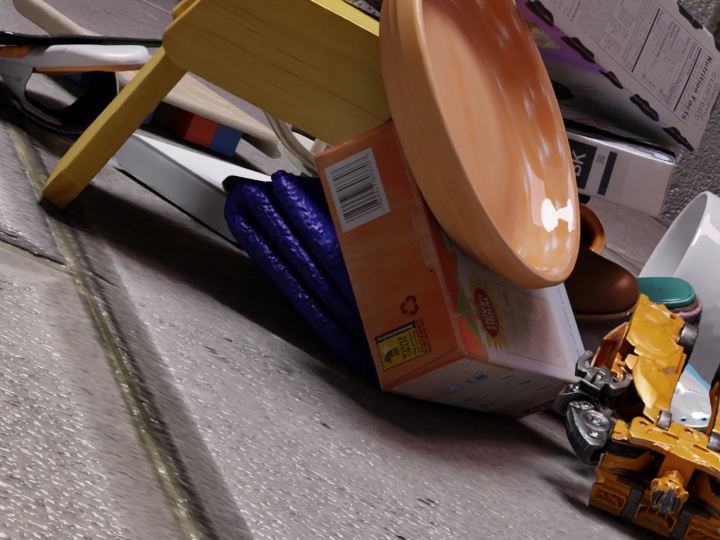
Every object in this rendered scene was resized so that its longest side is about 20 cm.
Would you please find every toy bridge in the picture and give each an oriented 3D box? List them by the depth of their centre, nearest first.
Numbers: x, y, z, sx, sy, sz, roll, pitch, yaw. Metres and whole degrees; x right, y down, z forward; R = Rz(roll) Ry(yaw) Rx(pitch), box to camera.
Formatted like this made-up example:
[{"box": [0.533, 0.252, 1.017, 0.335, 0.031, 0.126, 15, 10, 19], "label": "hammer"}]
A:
[{"box": [-0.012, -0.095, 1.422, 0.199, 0.068, 0.027, 33, -7, -22], "label": "toy bridge"}]

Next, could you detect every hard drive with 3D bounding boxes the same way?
[{"box": [-0.063, -0.041, 1.509, 0.131, 0.027, 0.199, 32, 10, 34], "label": "hard drive"}]

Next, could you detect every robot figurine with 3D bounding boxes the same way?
[{"box": [0.180, 0.087, 1.196, 0.144, 0.059, 0.200, 23, 28, 6], "label": "robot figurine"}]

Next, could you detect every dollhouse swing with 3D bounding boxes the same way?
[{"box": [-0.067, -0.088, 1.283, 0.181, 0.177, 0.200, 27, 8, -8], "label": "dollhouse swing"}]

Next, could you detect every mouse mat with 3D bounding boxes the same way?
[{"box": [-0.220, -0.161, 1.514, 0.199, 0.008, 0.160, -4, 6, -45], "label": "mouse mat"}]

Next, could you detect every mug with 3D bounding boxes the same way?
[{"box": [0.293, 0.056, 1.671, 0.174, 0.148, 0.200, 31, -22, -2], "label": "mug"}]

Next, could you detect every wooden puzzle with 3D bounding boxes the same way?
[{"box": [-0.181, -0.152, 1.787, 0.199, 0.047, 0.185, 25, 7, -41], "label": "wooden puzzle"}]

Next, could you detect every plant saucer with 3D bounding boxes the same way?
[{"box": [0.061, -0.084, 1.157, 0.200, 0.037, 0.202, 48, 32, -43], "label": "plant saucer"}]

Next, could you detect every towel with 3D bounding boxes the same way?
[{"box": [0.011, 0.000, 1.267, 0.148, 0.050, 0.200, 47, 16, 14], "label": "towel"}]

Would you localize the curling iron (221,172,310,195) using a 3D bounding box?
[{"box": [-0.049, -0.045, 1.398, 0.049, 0.026, 0.200, 30, 9, 16], "label": "curling iron"}]

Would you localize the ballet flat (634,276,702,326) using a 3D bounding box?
[{"box": [0.123, 0.034, 1.408, 0.198, 0.072, 0.069, 6, 25, -7], "label": "ballet flat"}]

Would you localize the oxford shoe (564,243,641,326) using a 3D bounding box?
[{"box": [0.091, -0.026, 1.360, 0.199, 0.072, 0.071, 26, 36, 18], "label": "oxford shoe"}]

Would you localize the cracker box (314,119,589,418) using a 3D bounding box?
[{"box": [0.056, 0.004, 1.203, 0.200, 0.057, 0.135, 18, 53, -62], "label": "cracker box"}]

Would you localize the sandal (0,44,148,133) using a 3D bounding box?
[{"box": [-0.200, -0.123, 1.473, 0.078, 0.060, 0.206, -1, 5, -22], "label": "sandal"}]

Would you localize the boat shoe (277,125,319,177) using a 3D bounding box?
[{"box": [0.000, -0.078, 1.533, 0.071, 0.068, 0.200, 24, -9, 18], "label": "boat shoe"}]

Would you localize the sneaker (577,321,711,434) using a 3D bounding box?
[{"box": [0.182, 0.089, 1.310, 0.199, 0.076, 0.086, 29, 15, 22], "label": "sneaker"}]

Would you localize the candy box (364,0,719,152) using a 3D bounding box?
[{"box": [0.110, -0.159, 1.351, 0.167, 0.072, 0.200, 15, -13, 45], "label": "candy box"}]

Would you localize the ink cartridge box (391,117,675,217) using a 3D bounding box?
[{"box": [0.096, -0.082, 1.339, 0.198, 0.040, 0.099, 16, 10, 6], "label": "ink cartridge box"}]

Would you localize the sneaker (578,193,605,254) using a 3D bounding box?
[{"box": [0.125, -0.005, 1.498, 0.111, 0.078, 0.200, -14, -12, 24], "label": "sneaker"}]
